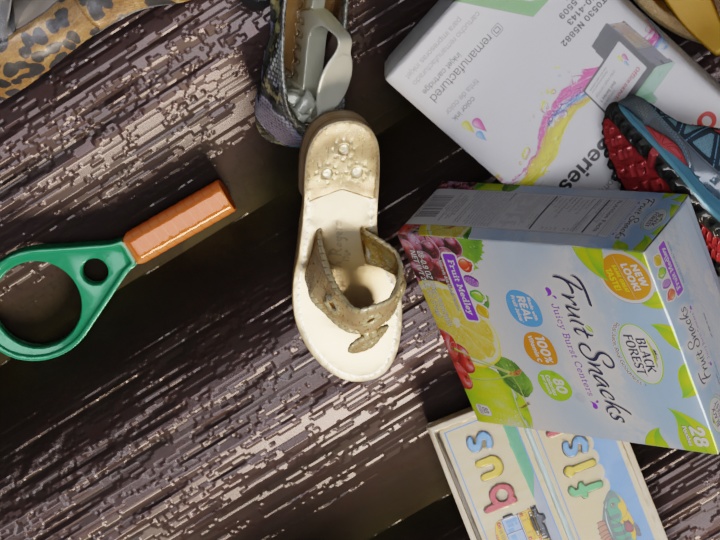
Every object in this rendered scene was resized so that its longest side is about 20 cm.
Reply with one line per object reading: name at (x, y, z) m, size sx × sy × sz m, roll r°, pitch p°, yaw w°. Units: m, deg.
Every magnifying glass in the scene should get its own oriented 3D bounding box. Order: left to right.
magnifying glass at (-0.179, -0.005, 1.558) m, size 0.200 × 0.022 × 0.080 m, roll -29°, pitch 102°, yaw 9°

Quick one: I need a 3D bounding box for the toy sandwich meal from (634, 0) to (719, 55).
toy sandwich meal at (0.259, -0.231, 1.472) m, size 0.205 × 0.070 × 0.206 m, roll 0°, pitch 104°, yaw 0°

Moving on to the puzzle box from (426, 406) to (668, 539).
puzzle box at (0.143, 0.177, 1.580) m, size 0.133 × 0.025 × 0.200 m, roll -22°, pitch 94°, yaw 5°

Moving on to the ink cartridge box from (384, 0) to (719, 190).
ink cartridge box at (0.137, -0.122, 1.493) m, size 0.200 × 0.084 × 0.145 m, roll 41°, pitch 101°, yaw -10°

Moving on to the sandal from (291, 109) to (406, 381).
sandal at (-0.006, 0.001, 1.503) m, size 0.077 × 0.070 × 0.212 m, roll -10°, pitch 119°, yaw -9°

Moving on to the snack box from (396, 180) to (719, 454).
snack box at (0.142, 0.029, 1.461) m, size 0.200 × 0.068 × 0.169 m, roll 3°, pitch 130°, yaw 40°

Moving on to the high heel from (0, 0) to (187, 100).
high heel at (-0.166, -0.172, 1.508) m, size 0.200 × 0.071 × 0.143 m, roll 4°, pitch 128°, yaw -14°

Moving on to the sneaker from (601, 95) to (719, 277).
sneaker at (0.243, -0.050, 1.421) m, size 0.200 × 0.079 × 0.095 m, roll 42°, pitch 65°, yaw 18°

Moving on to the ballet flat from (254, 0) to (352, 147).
ballet flat at (-0.027, -0.177, 1.486) m, size 0.072 × 0.072 × 0.201 m, roll 5°, pitch 106°, yaw -1°

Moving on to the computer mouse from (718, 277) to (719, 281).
computer mouse at (0.260, 0.029, 1.497) m, size 0.044 × 0.110 × 0.200 m, roll -2°, pitch 145°, yaw -37°
